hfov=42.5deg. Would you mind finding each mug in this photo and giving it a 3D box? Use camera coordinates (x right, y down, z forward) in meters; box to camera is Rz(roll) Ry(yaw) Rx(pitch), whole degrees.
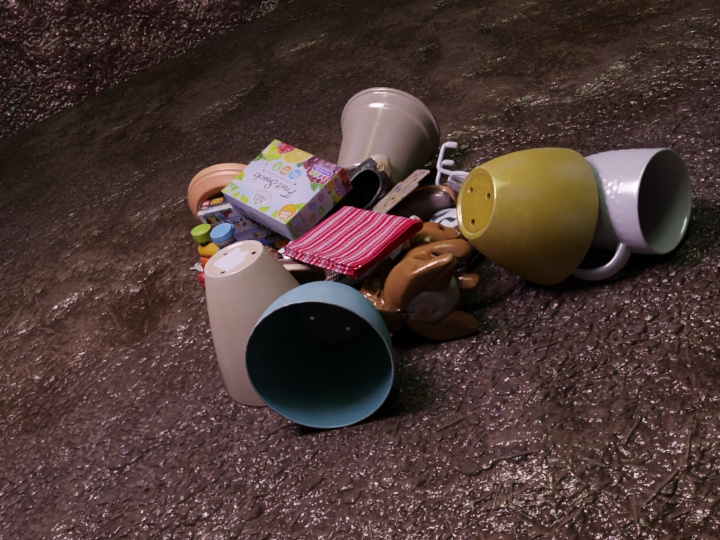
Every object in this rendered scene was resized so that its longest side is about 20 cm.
[{"bbox_3d":[0.361,-0.079,1.355,0.174,0.147,0.202,6,70,49],"label":"mug"}]

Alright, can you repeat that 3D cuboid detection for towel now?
[{"bbox_3d":[-0.014,-0.050,1.397,0.144,0.023,0.199,-36,29,-26],"label":"towel"}]

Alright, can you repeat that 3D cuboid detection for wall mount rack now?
[{"bbox_3d":[0.213,-0.155,1.552,0.172,0.075,0.200,16,-7,5],"label":"wall mount rack"}]

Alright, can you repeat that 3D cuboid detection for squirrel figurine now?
[{"bbox_3d":[0.078,0.004,1.380,0.198,0.142,0.188,-20,35,19],"label":"squirrel figurine"}]

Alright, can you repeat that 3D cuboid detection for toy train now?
[{"bbox_3d":[-0.281,-0.035,1.716,0.199,0.117,0.085,9,41,43],"label":"toy train"}]

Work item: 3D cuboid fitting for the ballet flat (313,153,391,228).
[{"bbox_3d":[-0.007,-0.123,1.587,0.201,0.066,0.057,-52,10,-20],"label":"ballet flat"}]

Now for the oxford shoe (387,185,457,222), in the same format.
[{"bbox_3d":[0.079,-0.085,1.592,0.199,0.072,0.073,-24,24,36],"label":"oxford shoe"}]

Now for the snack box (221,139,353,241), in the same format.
[{"bbox_3d":[-0.129,-0.140,1.591,0.142,0.053,0.199,-47,43,-16],"label":"snack box"}]

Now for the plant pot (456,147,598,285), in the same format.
[{"bbox_3d":[0.222,-0.088,1.334,0.141,0.202,0.200,8,19,-25],"label":"plant pot"}]

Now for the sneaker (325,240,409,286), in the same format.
[{"bbox_3d":[0.000,0.000,1.537,0.199,0.085,0.073,-37,43,14],"label":"sneaker"}]

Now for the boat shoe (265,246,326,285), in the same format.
[{"bbox_3d":[-0.149,-0.008,1.479,0.198,0.072,0.073,-5,59,19],"label":"boat shoe"}]

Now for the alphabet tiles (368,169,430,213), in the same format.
[{"bbox_3d":[0.032,-0.104,1.562,0.200,0.006,0.166,-41,10,-3],"label":"alphabet tiles"}]

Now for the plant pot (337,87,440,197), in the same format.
[{"bbox_3d":[0.036,-0.205,1.739,0.198,0.201,0.185,-5,45,27],"label":"plant pot"}]

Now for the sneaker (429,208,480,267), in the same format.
[{"bbox_3d":[0.194,-0.060,1.479,0.197,0.080,0.130,-10,32,20],"label":"sneaker"}]

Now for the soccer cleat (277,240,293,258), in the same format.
[{"bbox_3d":[-0.139,0.019,1.542,0.085,0.069,0.201,31,80,44],"label":"soccer cleat"}]

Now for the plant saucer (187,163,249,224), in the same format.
[{"bbox_3d":[-0.230,-0.118,1.748,0.198,0.201,0.038,-10,48,19],"label":"plant saucer"}]

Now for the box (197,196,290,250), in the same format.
[{"bbox_3d":[-0.182,-0.090,1.715,0.198,0.137,0.040,-10,46,18],"label":"box"}]

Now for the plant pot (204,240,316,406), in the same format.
[{"bbox_3d":[-0.153,0.064,1.381,0.185,0.201,0.188,-17,30,10],"label":"plant pot"}]

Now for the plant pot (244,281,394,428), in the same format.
[{"bbox_3d":[-0.047,0.094,1.268,0.198,0.202,0.135,-13,26,14],"label":"plant pot"}]
